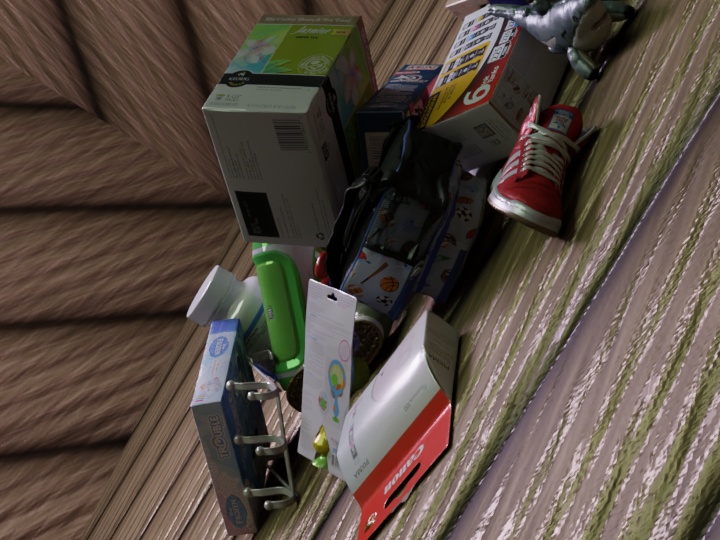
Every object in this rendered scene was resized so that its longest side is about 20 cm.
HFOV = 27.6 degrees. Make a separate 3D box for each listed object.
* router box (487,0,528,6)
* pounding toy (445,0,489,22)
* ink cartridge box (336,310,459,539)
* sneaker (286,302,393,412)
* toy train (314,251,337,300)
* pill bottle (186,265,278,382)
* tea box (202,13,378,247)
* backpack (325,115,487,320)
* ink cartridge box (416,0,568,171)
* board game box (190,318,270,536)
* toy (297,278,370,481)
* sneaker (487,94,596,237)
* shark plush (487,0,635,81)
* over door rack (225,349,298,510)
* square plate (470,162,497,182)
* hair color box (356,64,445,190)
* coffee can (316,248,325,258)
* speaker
[{"bbox_3d":[0.233,-0.402,1.669,0.200,0.049,0.180,-16,50,28],"label":"router box"},{"bbox_3d":[0.213,-0.345,1.827,0.184,0.142,0.200,-2,58,62],"label":"pounding toy"},{"bbox_3d":[0.031,0.152,1.425,0.163,0.057,0.200,-53,7,27],"label":"ink cartridge box"},{"bbox_3d":[-0.015,0.096,1.783,0.200,0.067,0.090,-49,6,43],"label":"sneaker"},{"bbox_3d":[0.000,0.000,1.853,0.200,0.084,0.116,89,-162,-64],"label":"toy train"},{"bbox_3d":[-0.128,0.077,1.975,0.112,0.200,0.112,-56,10,15],"label":"pill bottle"},{"bbox_3d":[-0.068,-0.165,1.707,0.197,0.133,0.200,-67,-28,-42],"label":"tea box"},{"bbox_3d":[0.049,-0.045,1.610,0.191,0.154,0.200,-58,2,28],"label":"backpack"},{"bbox_3d":[0.146,-0.217,1.713,0.175,0.084,0.200,-19,38,48],"label":"ink cartridge box"},{"bbox_3d":[-0.161,0.197,1.866,0.199,0.043,0.200,-84,-16,-61],"label":"board game box"},{"bbox_3d":[-0.022,0.118,1.602,0.115,0.047,0.200,20,106,59],"label":"toy"},{"bbox_3d":[0.177,-0.103,1.394,0.113,0.071,0.200,-60,7,13],"label":"sneaker"},{"bbox_3d":[0.210,-0.282,1.572,0.091,0.083,0.200,-53,34,6],"label":"shark plush"},{"bbox_3d":[-0.123,0.194,1.787,0.200,0.066,0.148,-123,26,-78],"label":"over door rack"},{"bbox_3d":[0.123,-0.118,1.797,0.198,0.028,0.200,-31,29,61],"label":"square plate"},{"bbox_3d":[0.058,-0.176,1.768,0.200,0.060,0.100,-53,-40,-60],"label":"hair color box"},{"bbox_3d":[-0.030,-0.063,2.031,0.200,0.146,0.147,-55,10,47],"label":"coffee can"},{"bbox_3d":[-0.084,0.050,1.887,0.088,0.088,0.200,155,104,-72],"label":"speaker"}]
